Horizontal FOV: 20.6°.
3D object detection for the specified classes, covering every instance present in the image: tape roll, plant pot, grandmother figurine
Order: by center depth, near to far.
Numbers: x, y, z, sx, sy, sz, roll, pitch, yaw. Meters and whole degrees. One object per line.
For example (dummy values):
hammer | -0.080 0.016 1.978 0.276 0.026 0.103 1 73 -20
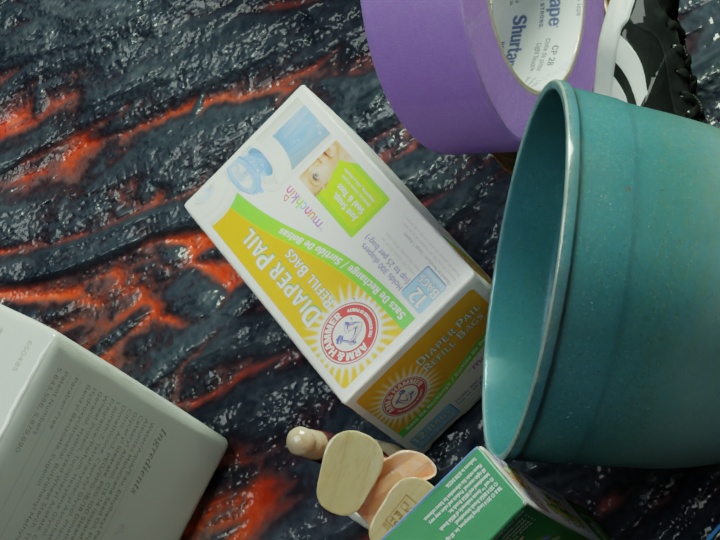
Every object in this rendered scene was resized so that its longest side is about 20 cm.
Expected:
plant pot | 0.174 0.014 1.035 0.186 0.200 0.202 9 68 -4
grandmother figurine | 0.014 0.122 1.110 0.061 0.200 0.121 -43 89 -2
tape roll | 0.074 -0.169 1.147 0.065 0.200 0.202 -2 67 30

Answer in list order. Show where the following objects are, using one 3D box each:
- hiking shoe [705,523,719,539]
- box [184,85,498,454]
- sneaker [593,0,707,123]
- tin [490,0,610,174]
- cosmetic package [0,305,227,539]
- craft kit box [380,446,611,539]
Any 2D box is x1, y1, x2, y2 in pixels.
hiking shoe | 0.177 0.194 1.028 0.074 0.087 0.201 25 82 36
box | 0.000 0.000 1.217 0.113 0.101 0.200 -45 53 4
sneaker | 0.191 -0.088 1.149 0.111 0.073 0.202 14 97 19
tin | 0.113 -0.149 1.262 0.111 0.042 0.201 -26 57 23
cosmetic package | -0.223 0.121 1.220 0.164 0.200 0.166 20 78 36
craft kit box | 0.033 0.191 1.045 0.200 0.197 0.049 -45 67 5
